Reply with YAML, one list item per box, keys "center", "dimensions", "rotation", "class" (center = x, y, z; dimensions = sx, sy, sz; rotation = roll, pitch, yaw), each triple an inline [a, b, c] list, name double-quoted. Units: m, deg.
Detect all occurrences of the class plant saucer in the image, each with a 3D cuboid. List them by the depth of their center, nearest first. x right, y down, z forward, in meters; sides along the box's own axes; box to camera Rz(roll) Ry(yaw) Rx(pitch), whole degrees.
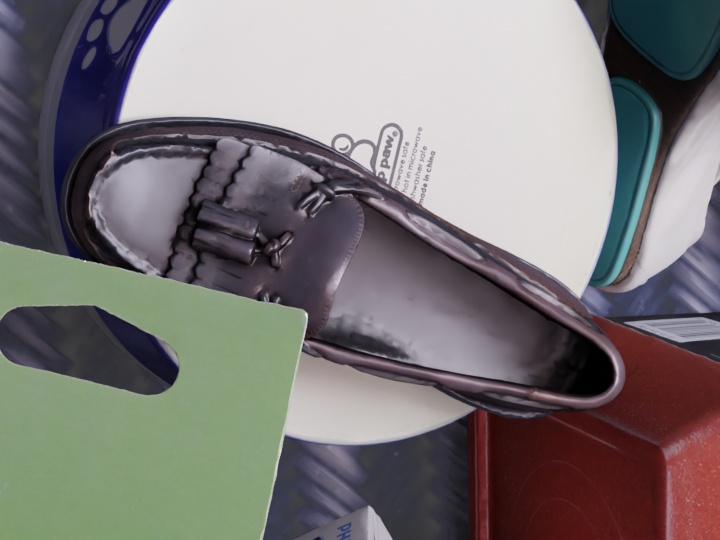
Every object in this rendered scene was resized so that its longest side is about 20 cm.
- center: [0.087, 0.122, 0.945]
  dimensions: [0.037, 0.199, 0.201]
  rotation: [-4, 101, -22]
  class: "plant saucer"

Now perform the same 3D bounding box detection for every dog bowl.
- center: [-0.010, -0.041, 0.939]
  dimensions: [0.199, 0.079, 0.201]
  rotation: [-4, 100, -24]
  class: "dog bowl"

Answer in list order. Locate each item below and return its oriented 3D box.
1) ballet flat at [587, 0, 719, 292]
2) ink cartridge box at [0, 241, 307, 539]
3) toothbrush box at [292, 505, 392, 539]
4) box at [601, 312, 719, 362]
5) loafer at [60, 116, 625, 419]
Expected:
- center: [0.124, -0.080, 0.975]
  dimensions: [0.069, 0.070, 0.201]
  rotation: [-4, 131, -24]
  class: "ballet flat"
- center: [-0.106, 0.098, 0.832]
  dimensions: [0.145, 0.048, 0.201]
  rotation: [12, 99, 10]
  class: "ink cartridge box"
- center: [-0.050, 0.196, 0.917]
  dimensions: [0.199, 0.085, 0.147]
  rotation: [-25, 111, 10]
  class: "toothbrush box"
- center: [0.183, 0.086, 0.981]
  dimensions: [0.132, 0.200, 0.115]
  rotation: [-3, 100, -23]
  class: "box"
- center: [0.000, 0.000, 0.866]
  dimensions: [0.199, 0.063, 0.072]
  rotation: [21, 89, -21]
  class: "loafer"
